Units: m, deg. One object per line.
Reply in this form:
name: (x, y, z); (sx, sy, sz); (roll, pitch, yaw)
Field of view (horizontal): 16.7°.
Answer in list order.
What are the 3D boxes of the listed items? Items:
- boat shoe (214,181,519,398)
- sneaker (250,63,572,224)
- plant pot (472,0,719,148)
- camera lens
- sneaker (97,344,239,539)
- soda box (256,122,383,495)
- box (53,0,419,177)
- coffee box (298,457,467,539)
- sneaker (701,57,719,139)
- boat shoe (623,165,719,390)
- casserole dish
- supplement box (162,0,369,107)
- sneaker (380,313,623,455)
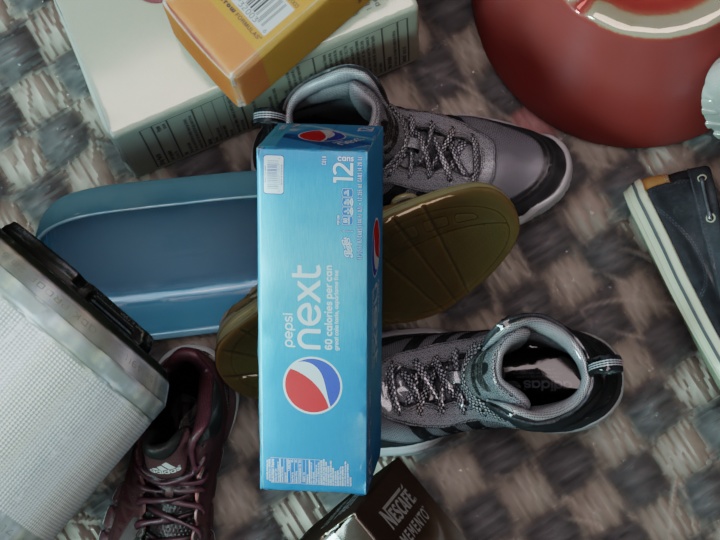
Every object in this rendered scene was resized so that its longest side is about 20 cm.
boat shoe: (0.001, 0.002, 1.453); (0.200, 0.063, 0.073); (-34, 115, 13)
sneaker: (0.030, -0.072, 1.476); (0.199, 0.114, 0.076); (3, 76, 3)
plant pot: (0.167, -0.184, 1.461); (0.200, 0.177, 0.201); (0, 82, 2)
camera lens: (-0.218, 0.082, 1.365); (0.160, 0.160, 0.200); (39, 85, 7)
sneaker: (-0.121, 0.136, 1.448); (0.075, 0.116, 0.201); (7, 81, 2)
soda box: (-0.022, 0.021, 1.384); (0.064, 0.068, 0.201); (3, 106, 7)
box: (-0.074, -0.153, 1.487); (0.199, 0.128, 0.109); (-23, 81, -3)
coffee box: (0.044, 0.221, 1.412); (0.080, 0.114, 0.200); (-40, 91, 19)
sneaker: (0.276, -0.102, 1.461); (0.076, 0.200, 0.081); (3, 78, 47)
boat shoe: (0.226, 0.026, 1.480); (0.062, 0.075, 0.201); (-26, 76, 4)
casserole dish: (-0.109, -0.011, 1.475); (0.199, 0.121, 0.039); (-7, 49, -6)
supplement box: (-0.016, -0.185, 1.393); (0.200, 0.067, 0.069); (-39, 79, -6)
sneaker: (0.059, 0.064, 1.449); (0.199, 0.114, 0.076); (-5, 81, 1)
